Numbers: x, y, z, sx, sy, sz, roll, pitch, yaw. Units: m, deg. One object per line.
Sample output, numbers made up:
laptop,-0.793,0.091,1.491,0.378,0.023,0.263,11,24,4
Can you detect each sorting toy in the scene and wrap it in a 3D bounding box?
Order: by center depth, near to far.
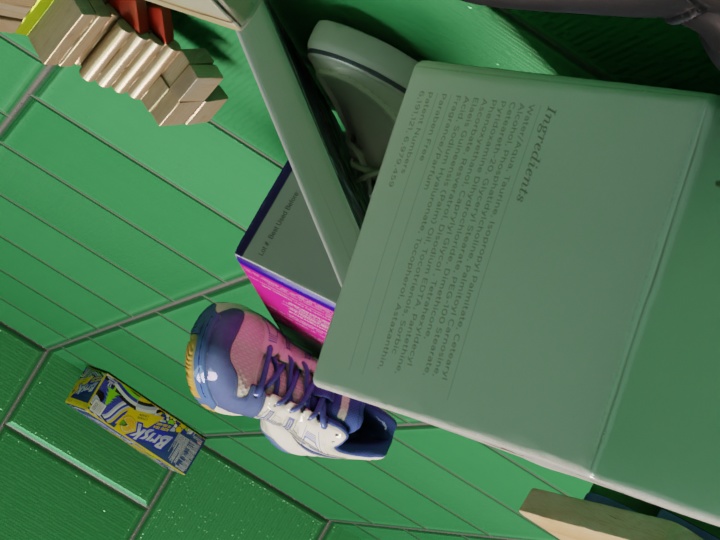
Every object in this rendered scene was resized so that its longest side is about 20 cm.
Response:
sorting toy,0.229,0.178,1.337,0.199,0.070,0.200,33,170,-17

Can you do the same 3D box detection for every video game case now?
video game case,-0.012,-0.043,1.197,0.182,0.023,0.200,58,-172,-65

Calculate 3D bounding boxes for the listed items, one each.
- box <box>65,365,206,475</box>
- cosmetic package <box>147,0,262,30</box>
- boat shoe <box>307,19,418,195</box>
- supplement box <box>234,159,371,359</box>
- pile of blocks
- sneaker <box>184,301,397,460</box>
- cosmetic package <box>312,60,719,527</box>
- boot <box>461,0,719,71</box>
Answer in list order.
box,-0.324,0.217,3.130,0.200,0.064,0.070,39,165,-32
cosmetic package,-0.116,-0.186,0.947,0.200,0.104,0.073,22,166,35
boat shoe,0.027,-0.062,1.196,0.072,0.066,0.200,20,165,38
supplement box,0.000,0.000,1.425,0.103,0.101,0.200,27,168,14
pile of blocks,-0.158,-0.158,1.295,0.200,0.082,0.062,26,128,-27
sneaker,-0.041,0.075,1.455,0.088,0.075,0.200,9,166,30
cosmetic package,0.117,0.013,0.986,0.167,0.167,0.200,22,175,-37
boot,0.125,-0.092,0.820,0.200,0.076,0.168,4,149,51
